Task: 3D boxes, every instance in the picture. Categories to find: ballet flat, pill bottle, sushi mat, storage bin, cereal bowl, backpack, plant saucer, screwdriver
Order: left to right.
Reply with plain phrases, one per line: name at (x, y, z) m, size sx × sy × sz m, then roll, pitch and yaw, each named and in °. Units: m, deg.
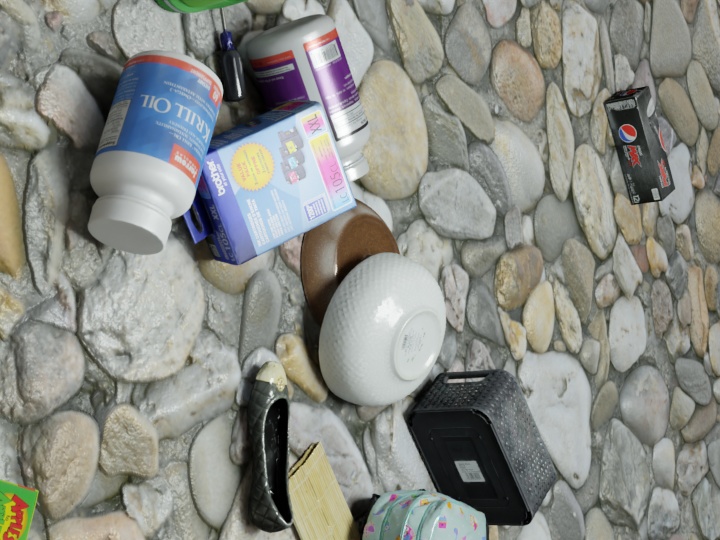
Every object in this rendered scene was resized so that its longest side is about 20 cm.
pill bottle at (-0.220, -0.122, 1.440) m, size 0.112 × 0.112 × 0.200 m, roll 36°, pitch 57°, yaw -44°
screwdriver at (-0.162, -0.299, 1.615) m, size 0.029 × 0.028 × 0.200 m, roll -11°, pitch 92°, yaw -83°
ballet flat at (-0.097, 0.206, 1.594) m, size 0.066 × 0.057 × 0.200 m, roll 11°, pitch 76°, yaw -52°
pill bottle at (-0.057, -0.204, 1.666) m, size 0.112 × 0.112 × 0.200 m, roll -39°, pitch 116°, yaw -48°
sushi mat at (-0.041, 0.321, 1.686) m, size 0.096 × 0.012 × 0.200 m, roll -44°, pitch 119°, yaw -48°
plant saucer at (0.000, 0.000, 1.772) m, size 0.200 × 0.037 × 0.200 m, roll 11°, pitch 76°, yaw -52°
cereal bowl at (0.043, 0.083, 1.727) m, size 0.200 × 0.083 × 0.200 m, roll -24°, pitch 123°, yaw -43°
backpack at (0.086, 0.350, 1.749) m, size 0.200 × 0.127 × 0.167 m, roll 34°, pitch 56°, yaw -51°
storage bin at (0.167, 0.244, 1.868) m, size 0.094 × 0.135 × 0.200 m, roll -47°, pitch 121°, yaw -46°

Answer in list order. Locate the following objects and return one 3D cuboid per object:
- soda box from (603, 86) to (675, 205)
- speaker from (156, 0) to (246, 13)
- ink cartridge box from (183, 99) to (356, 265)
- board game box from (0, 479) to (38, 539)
soda box at (0.502, -0.223, 2.440) m, size 0.071 × 0.063 × 0.200 m, roll -36°, pitch 113°, yaw -49°
speaker at (-0.141, -0.341, 1.504) m, size 0.088 × 0.200 × 0.088 m, roll 11°, pitch 76°, yaw -51°
ink cartridge box at (-0.121, -0.095, 1.559) m, size 0.200 × 0.076 × 0.136 m, roll -28°, pitch 109°, yaw -23°
board game box at (-0.368, 0.286, 1.237) m, size 0.102 × 0.048 × 0.200 m, roll 31°, pitch 61°, yaw -47°
